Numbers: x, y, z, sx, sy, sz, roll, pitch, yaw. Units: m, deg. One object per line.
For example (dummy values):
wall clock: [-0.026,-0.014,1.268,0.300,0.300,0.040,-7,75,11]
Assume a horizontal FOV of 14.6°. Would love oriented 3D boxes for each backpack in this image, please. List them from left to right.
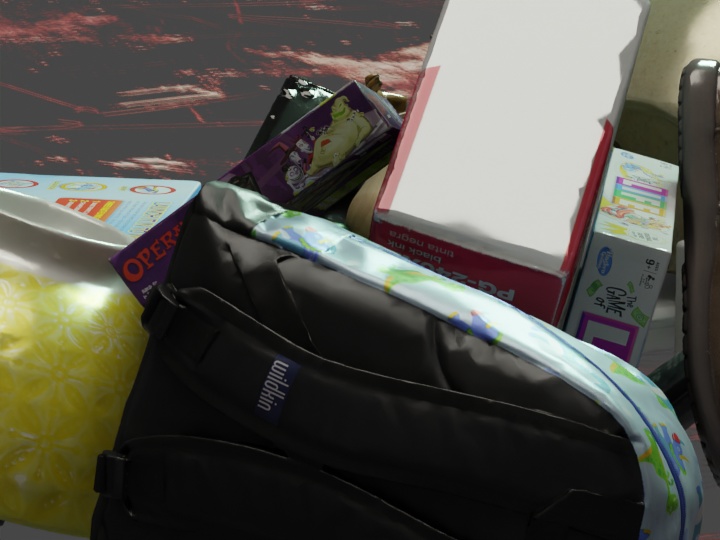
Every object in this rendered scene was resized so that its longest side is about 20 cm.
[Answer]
backpack: [0.025,0.073,1.023,0.199,0.164,0.154,17,4,32]

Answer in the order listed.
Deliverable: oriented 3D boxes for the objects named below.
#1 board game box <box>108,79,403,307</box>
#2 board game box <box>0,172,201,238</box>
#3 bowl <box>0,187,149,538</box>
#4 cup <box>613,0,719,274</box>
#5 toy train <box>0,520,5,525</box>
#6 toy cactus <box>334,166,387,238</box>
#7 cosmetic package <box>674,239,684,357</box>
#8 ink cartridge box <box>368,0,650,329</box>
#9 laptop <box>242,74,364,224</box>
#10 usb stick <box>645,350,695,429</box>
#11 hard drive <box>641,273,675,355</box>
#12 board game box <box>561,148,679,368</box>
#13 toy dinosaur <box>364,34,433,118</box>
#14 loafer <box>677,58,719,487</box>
board game box: [-0.035,-0.031,1.169,0.120,0.032,0.200,-40,-2,3]
board game box: [-0.200,-0.010,1.584,0.195,0.056,0.200,3,12,5]
bowl: [-0.147,0.027,1.174,0.199,0.108,0.200,18,7,-2]
cup: [0.197,-0.075,1.543,0.200,0.201,0.143,12,31,39]
toy train: [-0.190,0.075,1.249,0.046,0.034,0.200,3,12,-22]
toy cactus: [0.000,0.000,1.371,0.199,0.102,0.165,13,57,14]
cosmetic package: [0.247,0.033,1.402,0.101,0.072,0.200,-5,14,-22]
ink cartridge box: [0.051,-0.012,1.176,0.083,0.200,0.146,16,57,3]
laptop: [0.022,-0.022,1.522,0.177,0.103,0.200,22,41,2]
usb stick: [0.207,0.014,1.308,0.200,0.033,0.055,-38,3,14]
hard drive: [0.182,0.015,1.583,0.199,0.027,0.132,-6,14,-31]
board game box: [0.106,0.030,1.248,0.034,0.135,0.200,16,14,4]
toy dinosaur: [0.061,-0.068,1.471,0.199,0.107,0.060,5,7,-14]
loafer: [0.178,0.001,1.248,0.071,0.201,0.073,-2,-9,8]
